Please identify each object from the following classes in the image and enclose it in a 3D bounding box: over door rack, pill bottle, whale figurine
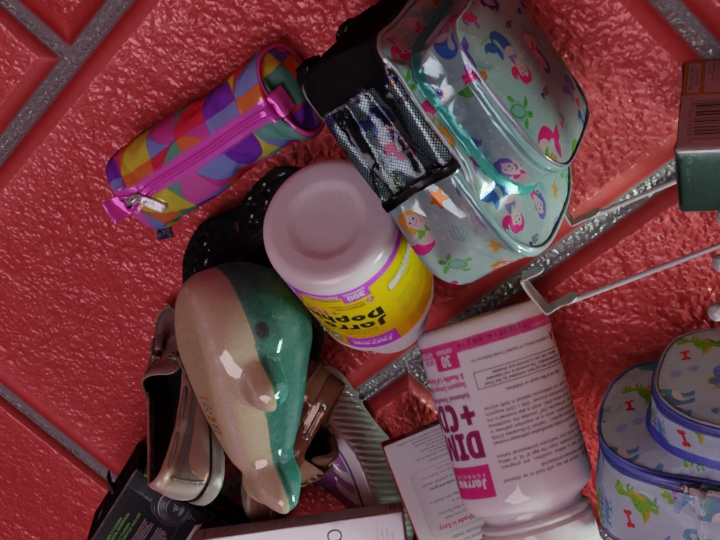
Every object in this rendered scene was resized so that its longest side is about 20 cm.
[{"bbox_3d":[0.229,-0.024,0.890,0.197,0.148,0.067,-11,116,25],"label":"over door rack"},{"bbox_3d":[0.000,0.000,0.969,0.103,0.106,0.200,2,159,17],"label":"pill bottle"},{"bbox_3d":[-0.079,0.090,0.992,0.159,0.103,0.203,-8,100,68],"label":"whale figurine"},{"bbox_3d":[0.125,0.135,1.009,0.112,0.113,0.203,-18,87,29],"label":"pill bottle"}]

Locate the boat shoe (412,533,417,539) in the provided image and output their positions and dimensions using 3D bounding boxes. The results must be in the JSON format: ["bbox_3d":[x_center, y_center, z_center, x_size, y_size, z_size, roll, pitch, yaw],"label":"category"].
[{"bbox_3d":[0.110,0.234,1.191,0.199,0.073,0.062,-37,151,30],"label":"boat shoe"}]

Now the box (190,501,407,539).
[{"bbox_3d":[-0.048,0.298,1.114,0.197,0.036,0.147,-9,94,3],"label":"box"}]

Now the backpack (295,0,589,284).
[{"bbox_3d":[0.074,-0.100,0.865,0.149,0.178,0.201,-20,111,32],"label":"backpack"}]

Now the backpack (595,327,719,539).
[{"bbox_3d":[0.288,0.135,0.968,0.197,0.183,0.149,3,118,26],"label":"backpack"}]

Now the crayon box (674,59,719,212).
[{"bbox_3d":[0.315,-0.096,0.820,0.197,0.126,0.052,-1,126,19],"label":"crayon box"}]

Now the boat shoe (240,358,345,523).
[{"bbox_3d":[-0.058,0.164,1.099,0.071,0.076,0.202,22,129,12],"label":"boat shoe"}]

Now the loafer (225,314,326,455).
[{"bbox_3d":[-0.111,0.091,1.137,0.073,0.071,0.200,31,114,-33],"label":"loafer"}]

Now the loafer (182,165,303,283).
[{"bbox_3d":[-0.088,-0.025,1.046,0.070,0.069,0.200,10,151,-35],"label":"loafer"}]

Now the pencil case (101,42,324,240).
[{"bbox_3d":[-0.120,-0.102,0.988,0.199,0.089,0.089,-30,112,31],"label":"pencil case"}]

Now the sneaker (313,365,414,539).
[{"bbox_3d":[-0.028,0.188,1.185,0.113,0.073,0.202,-21,104,34],"label":"sneaker"}]

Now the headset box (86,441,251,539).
[{"bbox_3d":[-0.175,0.265,1.215,0.199,0.174,0.093,34,86,-7],"label":"headset box"}]

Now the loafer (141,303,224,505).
[{"bbox_3d":[-0.166,0.110,1.089,0.062,0.202,0.072,17,134,-36],"label":"loafer"}]

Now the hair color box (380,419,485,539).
[{"bbox_3d":[0.104,0.229,1.091,0.109,0.064,0.203,-21,86,-2],"label":"hair color box"}]
